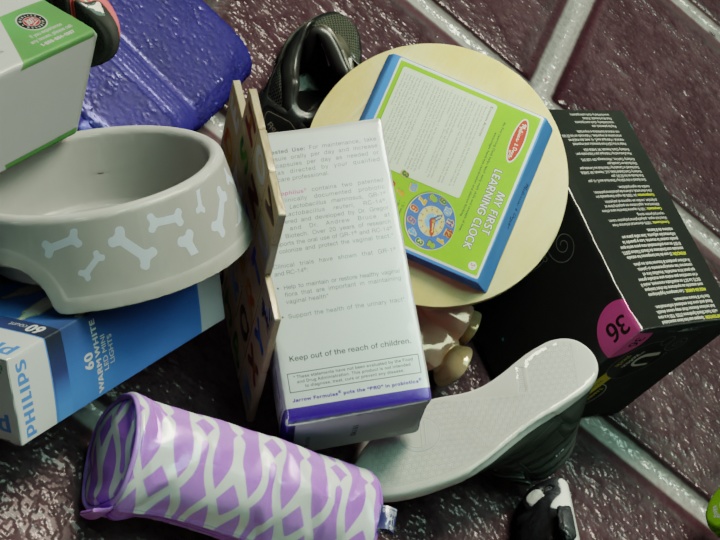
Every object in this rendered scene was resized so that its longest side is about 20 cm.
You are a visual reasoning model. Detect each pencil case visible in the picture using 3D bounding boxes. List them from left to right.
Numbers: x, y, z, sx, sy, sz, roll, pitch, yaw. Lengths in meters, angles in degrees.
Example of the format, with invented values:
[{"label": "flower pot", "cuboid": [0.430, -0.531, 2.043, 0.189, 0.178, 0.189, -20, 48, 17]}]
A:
[{"label": "pencil case", "cuboid": [-0.081, 0.144, 1.232, 0.198, 0.084, 0.086, 21, 69, -24]}]

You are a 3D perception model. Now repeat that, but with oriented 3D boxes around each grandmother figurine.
[{"label": "grandmother figurine", "cuboid": [0.000, 0.000, 1.434, 0.199, 0.061, 0.122, 36, 33, -16]}]

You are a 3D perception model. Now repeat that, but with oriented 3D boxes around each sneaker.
[{"label": "sneaker", "cuboid": [-0.229, -0.206, 1.333, 0.199, 0.074, 0.087, 28, 42, 28]}, {"label": "sneaker", "cuboid": [-0.025, -0.159, 1.501, 0.076, 0.114, 0.200, 41, 38, -7]}, {"label": "sneaker", "cuboid": [0.086, 0.133, 1.389, 0.199, 0.100, 0.071, -27, 54, -17]}]

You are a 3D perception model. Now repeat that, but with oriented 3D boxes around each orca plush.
[{"label": "orca plush", "cuboid": [0.129, 0.239, 1.362, 0.105, 0.070, 0.202, 67, 12, -60]}]

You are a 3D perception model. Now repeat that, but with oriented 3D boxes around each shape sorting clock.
[{"label": "shape sorting clock", "cuboid": [0.055, -0.070, 1.413, 0.197, 0.039, 0.202, 1, 74, -2]}]

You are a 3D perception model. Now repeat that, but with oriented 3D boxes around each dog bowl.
[{"label": "dog bowl", "cuboid": [-0.170, -0.038, 1.220, 0.200, 0.198, 0.059, -33, 124, -49]}]

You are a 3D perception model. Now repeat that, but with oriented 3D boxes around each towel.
[{"label": "towel", "cuboid": [-0.176, -0.149, 1.416, 0.148, 0.049, 0.200, 45, 42, -6]}]

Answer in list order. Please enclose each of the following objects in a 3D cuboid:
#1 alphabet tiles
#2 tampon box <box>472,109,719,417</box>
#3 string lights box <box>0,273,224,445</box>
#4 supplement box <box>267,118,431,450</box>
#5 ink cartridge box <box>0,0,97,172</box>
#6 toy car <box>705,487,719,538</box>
[{"label": "alphabet tiles", "cuboid": [-0.076, -0.020, 1.284, 0.007, 0.201, 0.169, -5, 58, -15]}, {"label": "tampon box", "cuboid": [0.166, -0.003, 1.504, 0.125, 0.150, 0.201, -4, 60, -43]}, {"label": "string lights box", "cuboid": [-0.186, 0.035, 1.205, 0.200, 0.102, 0.060, -33, 125, -50]}, {"label": "supplement box", "cuboid": [-0.020, 0.011, 1.313, 0.102, 0.101, 0.202, -9, 75, -6]}, {"label": "ink cartridge box", "cuboid": [-0.294, -0.144, 1.230, 0.199, 0.085, 0.145, 31, 37, 18]}, {"label": "toy car", "cuboid": [0.341, 0.271, 1.444, 0.164, 0.157, 0.201, 42, 51, -20]}]
